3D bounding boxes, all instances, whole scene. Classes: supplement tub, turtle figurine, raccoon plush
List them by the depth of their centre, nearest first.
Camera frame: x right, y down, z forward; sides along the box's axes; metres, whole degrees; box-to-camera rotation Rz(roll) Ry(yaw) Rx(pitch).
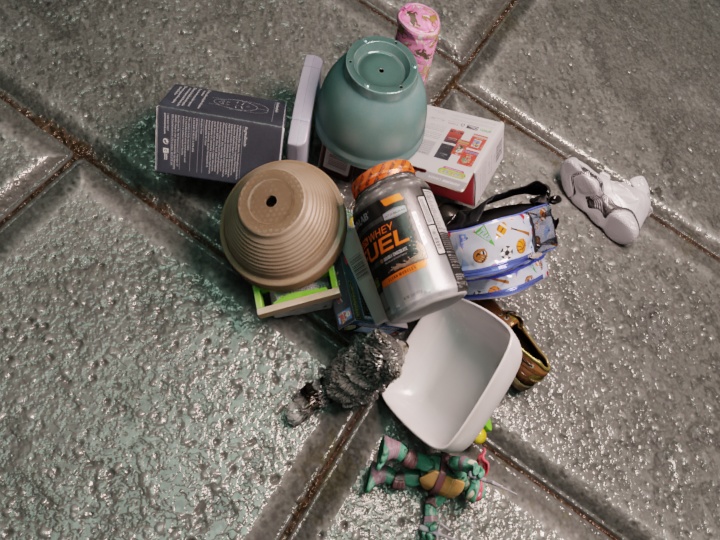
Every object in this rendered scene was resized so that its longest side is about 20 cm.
[{"bbox_3d":[0.062,-0.040,0.821,0.120,0.123,0.205,-15,76,-19],"label":"supplement tub"},{"bbox_3d":[0.111,0.306,0.840,0.195,0.153,0.101,18,19,0],"label":"turtle figurine"},{"bbox_3d":[-0.014,0.164,0.843,0.097,0.134,0.200,45,76,3],"label":"raccoon plush"}]

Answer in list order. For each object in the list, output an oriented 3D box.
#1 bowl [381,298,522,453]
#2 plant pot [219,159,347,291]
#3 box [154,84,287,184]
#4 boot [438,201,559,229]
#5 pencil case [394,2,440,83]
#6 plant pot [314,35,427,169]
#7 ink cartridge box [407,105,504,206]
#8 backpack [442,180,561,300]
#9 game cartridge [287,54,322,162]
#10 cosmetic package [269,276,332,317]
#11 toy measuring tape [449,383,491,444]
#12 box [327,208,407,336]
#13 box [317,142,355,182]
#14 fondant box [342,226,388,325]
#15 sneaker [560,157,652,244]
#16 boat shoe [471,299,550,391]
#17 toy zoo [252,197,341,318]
[{"bbox_3d":[0.139,0.151,0.864,0.074,0.199,0.203,32,89,-31],"label":"bowl"},{"bbox_3d":[-0.120,-0.081,0.860,0.195,0.093,0.207,-2,71,7],"label":"plant pot"},{"bbox_3d":[-0.224,-0.224,0.978,0.194,0.110,0.150,7,28,-8],"label":"box"},{"bbox_3d":[0.237,-0.094,1.033,0.196,0.139,0.079,22,62,0],"label":"boot"},{"bbox_3d":[0.091,-0.398,1.111,0.084,0.201,0.085,4,62,-8],"label":"pencil case"},{"bbox_3d":[0.025,-0.290,0.968,0.194,0.135,0.205,4,63,-7],"label":"plant pot"},{"bbox_3d":[0.132,-0.199,1.054,0.196,0.085,0.177,21,60,25],"label":"ink cartridge box"},{"bbox_3d":[0.191,-0.035,0.910,0.187,0.198,0.159,-9,85,-42],"label":"backpack"},{"bbox_3d":[-0.098,-0.272,1.048,0.039,0.134,0.205,7,64,0],"label":"game cartridge"},{"bbox_3d":[-0.110,-0.036,0.968,0.099,0.072,0.205,-9,68,-16],"label":"cosmetic package"},{"bbox_3d":[0.166,0.169,0.931,0.071,0.074,0.205,1,61,-12],"label":"toy measuring tape"},{"bbox_3d":[0.000,0.000,0.953,0.135,0.037,0.205,14,55,-48],"label":"box"},{"bbox_3d":[-0.013,-0.279,1.088,0.073,0.101,0.204,21,62,0],"label":"box"},{"bbox_3d":[0.072,-0.013,0.948,0.198,0.058,0.147,-18,80,-46],"label":"fondant box"},{"bbox_3d":[0.485,-0.156,1.156,0.114,0.075,0.201,-37,82,-26],"label":"sneaker"},{"bbox_3d":[0.238,0.094,0.972,0.071,0.068,0.202,-21,68,-42],"label":"boat shoe"},{"bbox_3d":[-0.111,-0.039,0.908,0.128,0.021,0.205,-13,68,1],"label":"toy zoo"}]
